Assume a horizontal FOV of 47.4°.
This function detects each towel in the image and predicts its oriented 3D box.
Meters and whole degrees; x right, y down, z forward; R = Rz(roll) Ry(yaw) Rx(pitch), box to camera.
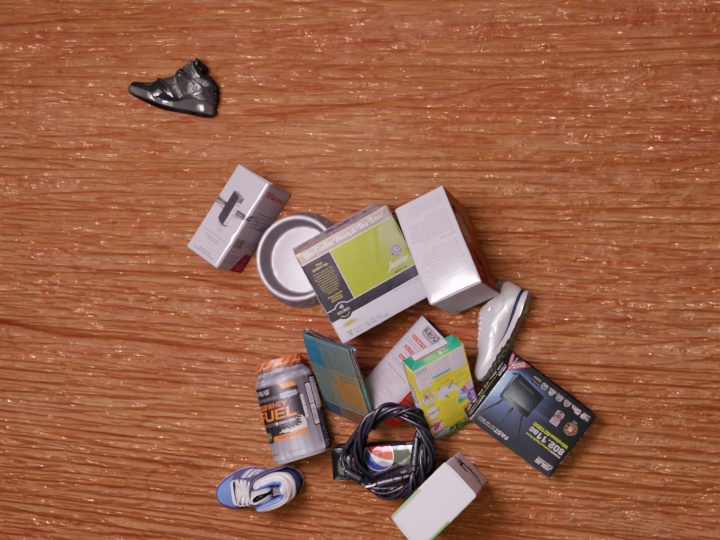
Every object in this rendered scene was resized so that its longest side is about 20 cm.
[{"bbox_3d":[-0.040,0.211,1.595,0.146,0.022,0.201,16,132,43],"label":"towel"}]

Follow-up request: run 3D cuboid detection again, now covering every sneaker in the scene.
[{"bbox_3d":[0.261,0.118,1.602,0.080,0.076,0.201,24,85,21],"label":"sneaker"},{"bbox_3d":[-0.399,-0.403,1.774,0.198,0.076,0.115,11,87,9],"label":"sneaker"},{"bbox_3d":[-0.217,0.440,1.637,0.198,0.146,0.081,-12,84,11],"label":"sneaker"}]

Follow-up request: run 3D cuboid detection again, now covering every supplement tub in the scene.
[{"bbox_3d":[-0.139,0.275,1.644,0.122,0.122,0.202,-18,82,10],"label":"supplement tub"}]

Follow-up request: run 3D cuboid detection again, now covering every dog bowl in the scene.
[{"bbox_3d":[-0.125,-0.024,1.696,0.198,0.059,0.202,-1,86,13],"label":"dog bowl"}]

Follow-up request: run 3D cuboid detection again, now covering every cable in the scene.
[{"bbox_3d":[0.060,0.342,1.546,0.163,0.051,0.201,39,106,8],"label":"cable"}]

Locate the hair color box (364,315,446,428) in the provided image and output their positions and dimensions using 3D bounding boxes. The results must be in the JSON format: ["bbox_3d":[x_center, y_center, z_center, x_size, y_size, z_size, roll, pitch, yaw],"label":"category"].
[{"bbox_3d":[0.095,0.199,1.612,0.200,0.061,0.102,-48,50,6],"label":"hair color box"}]

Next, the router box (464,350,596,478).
[{"bbox_3d":[0.320,0.271,1.550,0.199,0.062,0.150,36,95,-5],"label":"router box"}]

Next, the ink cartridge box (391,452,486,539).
[{"bbox_3d":[0.152,0.427,1.534,0.146,0.200,0.084,-46,76,5],"label":"ink cartridge box"}]

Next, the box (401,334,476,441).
[{"bbox_3d":[0.158,0.230,1.564,0.117,0.048,0.201,-25,123,-12],"label":"box"}]

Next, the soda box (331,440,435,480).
[{"bbox_3d":[0.045,0.375,1.623,0.198,0.071,0.064,-6,86,12],"label":"soda box"}]

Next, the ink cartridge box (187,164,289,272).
[{"bbox_3d":[-0.246,-0.104,1.682,0.083,0.144,0.201,34,93,12],"label":"ink cartridge box"}]

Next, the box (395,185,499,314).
[{"bbox_3d":[0.167,-0.034,1.565,0.106,0.152,0.201,-25,71,16],"label":"box"}]

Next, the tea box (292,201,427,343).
[{"bbox_3d":[0.000,0.000,1.588,0.199,0.134,0.198,-28,100,-3],"label":"tea box"}]
